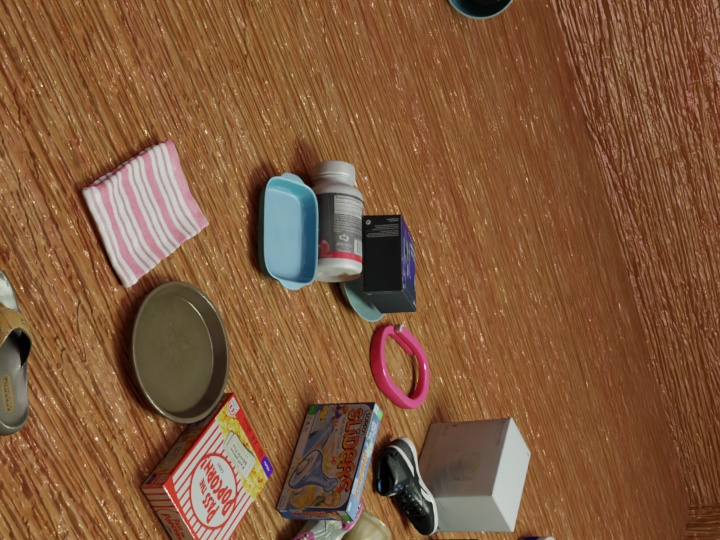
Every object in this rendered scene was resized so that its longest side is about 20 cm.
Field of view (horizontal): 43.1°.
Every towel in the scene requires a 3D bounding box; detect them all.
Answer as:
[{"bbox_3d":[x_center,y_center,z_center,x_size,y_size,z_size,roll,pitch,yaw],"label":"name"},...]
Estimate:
[{"bbox_3d":[-0.301,-0.086,1.294,0.200,0.029,0.149,-48,123,-53],"label":"towel"}]

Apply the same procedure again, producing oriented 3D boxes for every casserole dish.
[{"bbox_3d":[-0.128,-0.064,1.554,0.120,0.038,0.204,13,71,-43],"label":"casserole dish"}]

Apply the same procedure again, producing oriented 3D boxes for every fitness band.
[{"bbox_3d":[0.084,0.198,1.866,0.200,0.037,0.146,46,45,-43],"label":"fitness band"}]

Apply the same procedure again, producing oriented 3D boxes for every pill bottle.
[{"bbox_3d":[-0.049,-0.089,1.643,0.110,0.109,0.204,22,63,-55],"label":"pill bottle"}]

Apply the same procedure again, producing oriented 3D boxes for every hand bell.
[{"bbox_3d":[-0.035,0.518,1.557,0.105,0.103,0.201,56,51,-35],"label":"hand bell"}]

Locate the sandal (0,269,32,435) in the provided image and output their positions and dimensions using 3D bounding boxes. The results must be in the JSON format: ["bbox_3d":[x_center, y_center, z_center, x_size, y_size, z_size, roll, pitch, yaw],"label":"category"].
[{"bbox_3d":[-0.409,0.087,1.039,0.081,0.054,0.204,-7,89,-60],"label":"sandal"}]

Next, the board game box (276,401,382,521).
[{"bbox_3d":[-0.048,0.314,1.513,0.035,0.133,0.202,57,37,-40],"label":"board game box"}]

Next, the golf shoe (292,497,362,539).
[{"bbox_3d":[-0.072,0.448,1.499,0.075,0.092,0.200,43,60,5],"label":"golf shoe"}]

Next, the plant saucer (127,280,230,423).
[{"bbox_3d":[-0.261,0.117,1.303,0.199,0.029,0.204,23,62,-53],"label":"plant saucer"}]

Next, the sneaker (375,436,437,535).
[{"bbox_3d":[0.079,0.438,1.771,0.111,0.072,0.204,-23,94,-55],"label":"sneaker"}]

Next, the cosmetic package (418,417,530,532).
[{"bbox_3d":[0.228,0.425,1.891,0.124,0.197,0.201,60,36,-30],"label":"cosmetic package"}]

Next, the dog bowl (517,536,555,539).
[{"bbox_3d":[0.446,0.774,2.288,0.199,0.078,0.204,25,61,-55],"label":"dog bowl"}]

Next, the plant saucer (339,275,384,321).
[{"bbox_3d":[0.000,0.000,1.774,0.200,0.038,0.205,22,64,-55],"label":"plant saucer"}]

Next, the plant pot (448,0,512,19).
[{"bbox_3d":[0.326,-0.768,2.401,0.188,0.196,0.204,-48,124,-71],"label":"plant pot"}]

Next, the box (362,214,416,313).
[{"bbox_3d":[0.056,-0.008,1.697,0.200,0.077,0.144,51,40,-74],"label":"box"}]

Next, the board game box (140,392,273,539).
[{"bbox_3d":[-0.216,0.301,1.319,0.153,0.046,0.201,66,33,-23],"label":"board game box"}]

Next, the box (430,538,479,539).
[{"bbox_3d":[0.173,0.669,1.806,0.199,0.121,0.202,-25,105,-60],"label":"box"}]
